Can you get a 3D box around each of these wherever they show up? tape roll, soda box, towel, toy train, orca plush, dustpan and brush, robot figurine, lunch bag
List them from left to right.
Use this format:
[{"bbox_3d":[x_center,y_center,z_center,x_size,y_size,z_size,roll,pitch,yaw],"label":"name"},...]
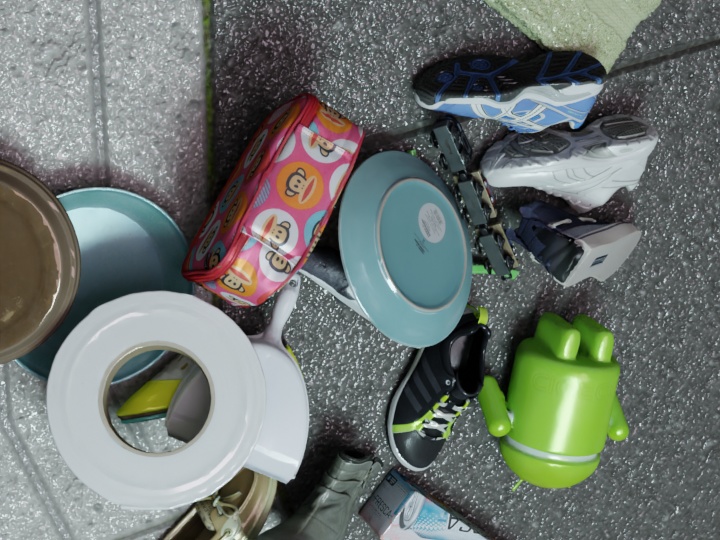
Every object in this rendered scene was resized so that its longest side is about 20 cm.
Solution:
[{"bbox_3d":[-0.187,0.121,1.372,0.202,0.071,0.203,1,83,-6],"label":"tape roll"},{"bbox_3d":[-0.096,0.092,1.457,0.139,0.057,0.200,23,80,-9],"label":"dustpan and brush"},{"bbox_3d":[-0.087,-0.063,1.394,0.082,0.176,0.200,32,77,-16],"label":"lunch bag"},{"bbox_3d":[0.000,0.000,1.503,0.200,0.105,0.071,31,82,-7],"label":"orca plush"},{"bbox_3d":[0.096,0.305,1.654,0.200,0.064,0.068,37,89,-30],"label":"soda box"},{"bbox_3d":[0.119,-0.074,1.533,0.034,0.046,0.200,-13,121,22],"label":"toy train"},{"bbox_3d":[0.218,0.149,1.629,0.175,0.116,0.200,3,105,-24],"label":"robot figurine"},{"bbox_3d":[0.219,-0.297,1.532,0.200,0.036,0.148,36,91,-29],"label":"towel"}]

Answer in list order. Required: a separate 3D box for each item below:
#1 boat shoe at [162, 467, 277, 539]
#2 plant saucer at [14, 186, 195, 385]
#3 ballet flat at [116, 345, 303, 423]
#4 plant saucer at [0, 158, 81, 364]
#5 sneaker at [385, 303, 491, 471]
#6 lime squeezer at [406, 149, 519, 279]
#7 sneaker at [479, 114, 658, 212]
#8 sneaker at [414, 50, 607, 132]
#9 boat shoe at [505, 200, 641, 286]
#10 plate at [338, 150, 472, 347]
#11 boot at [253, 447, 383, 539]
[{"bbox_3d":[-0.162,0.274,1.521,0.063,0.073,0.200,37,90,-32],"label":"boat shoe"},{"bbox_3d":[-0.258,0.014,1.416,0.200,0.036,0.200,-8,110,-22],"label":"plant saucer"},{"bbox_3d":[-0.152,0.109,1.487,0.200,0.067,0.067,-6,87,-26],"label":"ballet flat"},{"bbox_3d":[-0.354,-0.005,1.338,0.200,0.029,0.200,-1,103,-6],"label":"plant saucer"},{"bbox_3d":[0.086,0.127,1.581,0.072,0.083,0.200,11,102,-26],"label":"sneaker"},{"bbox_3d":[0.094,-0.035,1.559,0.071,0.038,0.200,-46,118,-5],"label":"lime squeezer"},{"bbox_3d":[0.222,-0.100,1.576,0.200,0.078,0.099,-8,125,-14],"label":"sneaker"},{"bbox_3d":[0.152,-0.174,1.519,0.200,0.076,0.077,-2,134,-10],"label":"sneaker"},{"bbox_3d":[0.230,-0.039,1.590,0.075,0.093,0.200,-56,159,18],"label":"boat shoe"},{"bbox_3d":[0.055,-0.024,1.477,0.200,0.026,0.200,14,70,-44],"label":"plate"},{"bbox_3d":[-0.043,0.240,1.525,0.068,0.200,0.131,28,95,15],"label":"boot"}]
